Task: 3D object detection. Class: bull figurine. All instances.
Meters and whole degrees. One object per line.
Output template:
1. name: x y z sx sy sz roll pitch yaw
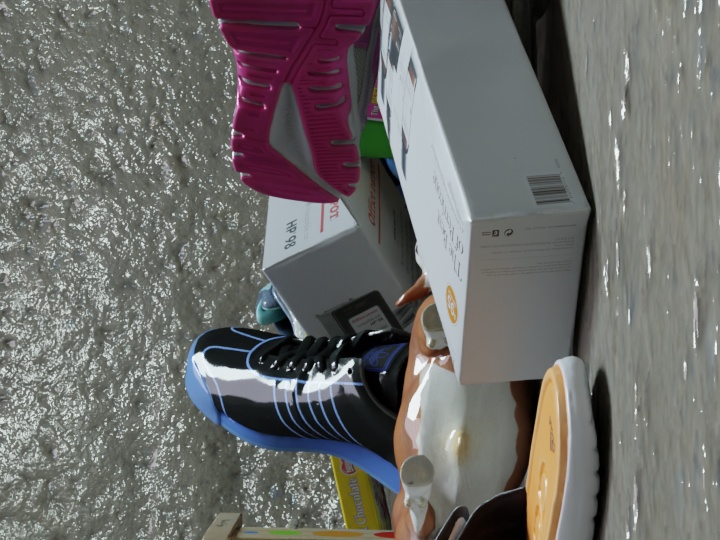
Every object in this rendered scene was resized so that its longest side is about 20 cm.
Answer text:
1. bull figurine: 0.047 0.056 0.864 0.121 0.065 0.202 80 -170 -79

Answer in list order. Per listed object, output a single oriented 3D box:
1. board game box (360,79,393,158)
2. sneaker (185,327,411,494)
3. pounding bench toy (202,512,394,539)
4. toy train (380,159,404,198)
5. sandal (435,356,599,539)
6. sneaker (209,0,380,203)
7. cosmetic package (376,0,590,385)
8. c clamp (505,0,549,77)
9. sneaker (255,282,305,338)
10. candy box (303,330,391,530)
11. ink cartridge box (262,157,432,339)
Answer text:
1. board game box: 0.023 -0.189 1.121 0.153 0.040 0.201 -86 -2 -59
2. sneaker: -0.007 0.059 0.987 0.070 0.199 0.078 -45 -35 -43
3. pounding bench toy: -0.003 0.197 1.036 0.200 0.155 0.125 113 157 -88
4. toy train: 0.006 -0.098 1.269 0.115 0.086 0.200 57 -156 -3
5. sandal: 0.051 0.112 0.721 0.079 0.059 0.208 -89 1 -51
6. sneaker: -0.027 -0.130 0.910 0.201 0.081 0.089 97 -176 -47
7. cosmetic package: 0.045 -0.050 0.788 0.201 0.050 0.083 -104 10 -51
8. c clamp: 0.070 -0.135 0.913 0.201 0.027 0.172 -91 1 -54
9. sneaker: -0.030 0.006 1.347 0.078 0.086 0.201 97 175 -66
10. candy box: -0.007 0.104 1.250 0.102 0.026 0.201 -85 -16 -67
11. ink cartridge box: 0.000 0.000 1.140 0.201 0.066 0.116 57 -163 -27
